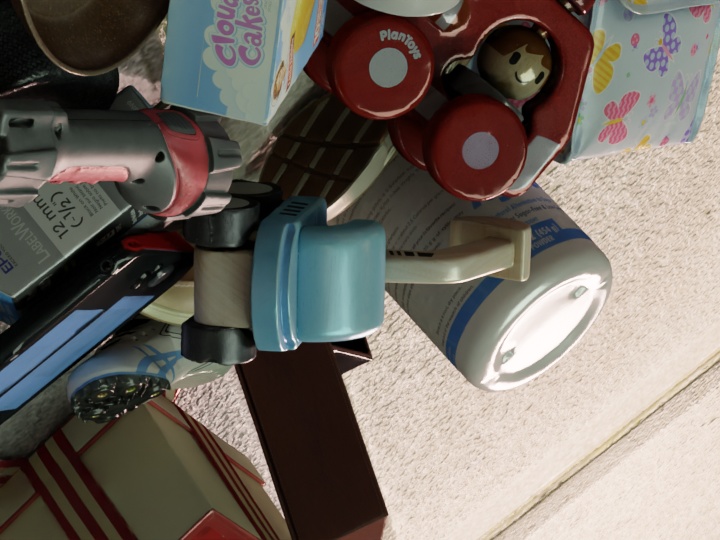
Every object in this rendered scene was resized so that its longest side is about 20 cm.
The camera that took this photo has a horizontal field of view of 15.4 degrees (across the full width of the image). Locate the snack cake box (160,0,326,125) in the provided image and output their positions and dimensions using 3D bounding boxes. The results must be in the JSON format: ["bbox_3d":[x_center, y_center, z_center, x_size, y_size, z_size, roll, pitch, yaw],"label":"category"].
[{"bbox_3d":[-0.055,-0.197,1.473,0.115,0.067,0.201,-66,167,-55],"label":"snack cake box"}]

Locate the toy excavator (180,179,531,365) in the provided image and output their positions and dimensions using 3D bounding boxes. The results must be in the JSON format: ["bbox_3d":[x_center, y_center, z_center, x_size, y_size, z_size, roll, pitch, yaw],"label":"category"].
[{"bbox_3d":[0.000,0.000,1.687,0.194,0.199,0.100,-46,140,-74],"label":"toy excavator"}]

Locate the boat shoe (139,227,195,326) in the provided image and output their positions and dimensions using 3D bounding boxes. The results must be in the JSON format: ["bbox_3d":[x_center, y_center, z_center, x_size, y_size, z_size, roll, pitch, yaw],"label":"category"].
[{"bbox_3d":[-0.102,-0.009,1.799,0.200,0.072,0.065,-5,127,-55],"label":"boat shoe"}]

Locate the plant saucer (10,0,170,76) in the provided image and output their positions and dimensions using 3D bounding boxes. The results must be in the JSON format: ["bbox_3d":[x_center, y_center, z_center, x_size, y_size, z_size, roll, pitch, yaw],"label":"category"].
[{"bbox_3d":[-0.141,-0.204,1.403,0.200,0.037,0.201,-44,142,-50],"label":"plant saucer"}]

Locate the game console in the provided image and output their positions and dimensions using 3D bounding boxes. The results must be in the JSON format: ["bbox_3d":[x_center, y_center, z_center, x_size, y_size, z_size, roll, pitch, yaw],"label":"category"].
[{"bbox_3d":[-0.193,0.046,1.632,0.200,0.031,0.177,-39,178,7],"label":"game console"}]

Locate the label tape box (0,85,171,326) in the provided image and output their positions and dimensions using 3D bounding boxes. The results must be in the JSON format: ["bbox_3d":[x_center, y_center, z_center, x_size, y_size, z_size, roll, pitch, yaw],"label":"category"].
[{"bbox_3d":[-0.196,-0.015,1.610,0.200,0.066,0.143,-40,175,-9],"label":"label tape box"}]

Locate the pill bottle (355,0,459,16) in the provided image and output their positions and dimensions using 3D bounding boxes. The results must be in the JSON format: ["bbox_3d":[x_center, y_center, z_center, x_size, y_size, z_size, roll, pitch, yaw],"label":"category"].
[{"bbox_3d":[0.040,-0.253,1.545,0.113,0.113,0.201,-21,139,-37],"label":"pill bottle"}]

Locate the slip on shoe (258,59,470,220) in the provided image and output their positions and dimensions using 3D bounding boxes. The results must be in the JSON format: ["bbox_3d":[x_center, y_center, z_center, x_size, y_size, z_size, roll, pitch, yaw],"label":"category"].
[{"bbox_3d":[0.010,-0.108,1.802,0.200,0.076,0.061,-55,152,8],"label":"slip on shoe"}]

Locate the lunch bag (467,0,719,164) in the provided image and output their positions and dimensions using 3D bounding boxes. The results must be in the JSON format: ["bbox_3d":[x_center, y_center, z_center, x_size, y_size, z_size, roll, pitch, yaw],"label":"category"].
[{"bbox_3d":[0.172,-0.185,1.836,0.169,0.127,0.201,-10,115,-50],"label":"lunch bag"}]

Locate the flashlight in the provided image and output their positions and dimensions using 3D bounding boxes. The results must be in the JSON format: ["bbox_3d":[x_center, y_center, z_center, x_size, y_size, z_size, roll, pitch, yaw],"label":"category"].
[{"bbox_3d":[-0.149,-0.059,1.450,0.068,0.068,0.200,-5,180,35],"label":"flashlight"}]

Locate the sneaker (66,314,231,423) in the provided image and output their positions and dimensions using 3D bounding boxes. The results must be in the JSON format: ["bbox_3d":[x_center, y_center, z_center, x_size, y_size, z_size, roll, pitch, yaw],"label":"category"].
[{"bbox_3d":[-0.148,0.055,1.790,0.072,0.073,0.200,-26,178,21],"label":"sneaker"}]

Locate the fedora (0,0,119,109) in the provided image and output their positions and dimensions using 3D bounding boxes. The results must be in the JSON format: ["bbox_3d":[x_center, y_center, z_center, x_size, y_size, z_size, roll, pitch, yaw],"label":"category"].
[{"bbox_3d":[-0.202,-0.111,1.469,0.200,0.092,0.201,-33,152,-20],"label":"fedora"}]

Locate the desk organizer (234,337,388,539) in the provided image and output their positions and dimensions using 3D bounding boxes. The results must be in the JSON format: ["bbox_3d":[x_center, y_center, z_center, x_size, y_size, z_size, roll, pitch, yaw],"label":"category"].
[{"bbox_3d":[-0.027,0.102,1.902,0.077,0.201,0.072,-27,160,23],"label":"desk organizer"}]

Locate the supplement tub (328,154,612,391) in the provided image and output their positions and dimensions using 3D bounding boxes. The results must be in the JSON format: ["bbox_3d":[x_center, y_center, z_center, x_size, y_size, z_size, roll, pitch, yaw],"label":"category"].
[{"bbox_3d":[0.068,-0.025,1.857,0.132,0.200,0.132,-33,153,-19],"label":"supplement tub"}]

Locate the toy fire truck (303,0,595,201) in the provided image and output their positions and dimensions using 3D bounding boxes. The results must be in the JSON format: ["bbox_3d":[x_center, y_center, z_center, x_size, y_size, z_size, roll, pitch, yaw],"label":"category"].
[{"bbox_3d":[0.066,-0.150,1.697,0.200,0.112,0.168,39,92,-19],"label":"toy fire truck"}]

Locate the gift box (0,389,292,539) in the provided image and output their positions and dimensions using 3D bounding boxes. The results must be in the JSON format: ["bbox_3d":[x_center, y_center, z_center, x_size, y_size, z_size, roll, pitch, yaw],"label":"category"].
[{"bbox_3d":[-0.155,0.184,1.892,0.184,0.187,0.200,-41,135,1],"label":"gift box"}]
